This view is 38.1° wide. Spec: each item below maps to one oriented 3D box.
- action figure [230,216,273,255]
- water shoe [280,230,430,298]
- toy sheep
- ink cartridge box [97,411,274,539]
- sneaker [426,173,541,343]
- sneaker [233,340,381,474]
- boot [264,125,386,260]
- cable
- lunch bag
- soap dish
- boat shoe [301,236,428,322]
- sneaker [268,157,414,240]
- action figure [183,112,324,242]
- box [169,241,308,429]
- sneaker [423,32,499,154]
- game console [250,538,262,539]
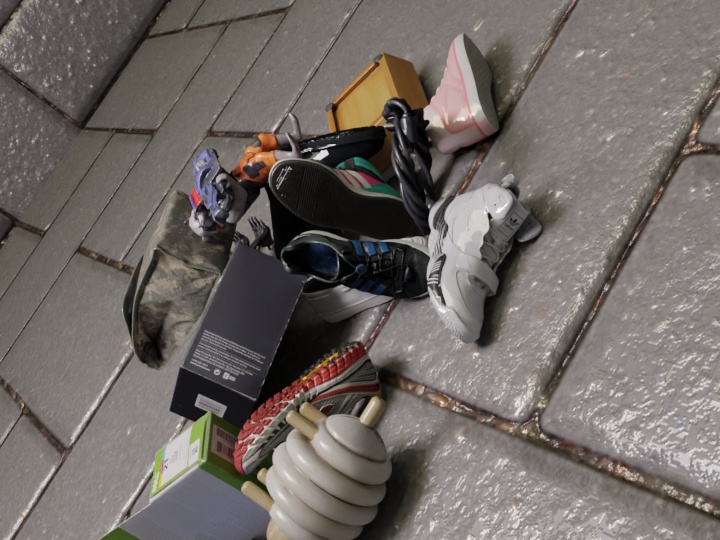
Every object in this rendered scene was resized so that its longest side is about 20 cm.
[{"bbox_3d":[-0.202,0.015,1.584,0.118,0.102,0.201,-24,36,39],"label":"action figure"},{"bbox_3d":[0.000,0.000,1.253,0.198,0.072,0.079,8,16,21],"label":"water shoe"},{"bbox_3d":[-0.036,0.214,1.087,0.201,0.137,0.138,-58,27,14],"label":"toy sheep"},{"bbox_3d":[-0.191,0.275,1.227,0.200,0.148,0.076,-38,32,25],"label":"ink cartridge box"},{"bbox_3d":[0.137,-0.021,1.152,0.114,0.075,0.201,-28,42,30],"label":"sneaker"},{"bbox_3d":[-0.056,0.166,1.172,0.199,0.082,0.078,-36,8,-18],"label":"sneaker"},{"bbox_3d":[-0.042,-0.102,1.444,0.198,0.170,0.076,-12,12,16],"label":"boot"},{"bbox_3d":[0.075,-0.123,1.289,0.050,0.200,0.165,-16,81,8],"label":"cable"},{"bbox_3d":[-0.259,0.019,1.446,0.165,0.117,0.201,-86,20,-57],"label":"lunch bag"},{"bbox_3d":[0.024,-0.221,1.533,0.157,0.081,0.201,-41,32,20],"label":"soap dish"},{"bbox_3d":[0.002,0.001,1.332,0.199,0.068,0.072,-24,39,41],"label":"boat shoe"},{"bbox_3d":[-0.033,-0.107,1.334,0.084,0.199,0.121,-63,25,14],"label":"sneaker"},{"bbox_3d":[-0.147,-0.104,1.348,0.193,0.105,0.200,-39,32,13],"label":"action figure"},{"bbox_3d":[-0.160,0.096,1.349,0.200,0.103,0.183,121,172,-63],"label":"box"},{"bbox_3d":[0.123,-0.236,1.409,0.104,0.075,0.201,-30,40,26],"label":"sneaker"},{"bbox_3d":[-0.139,0.359,1.091,0.199,0.118,0.173,2,59,55],"label":"game console"}]
